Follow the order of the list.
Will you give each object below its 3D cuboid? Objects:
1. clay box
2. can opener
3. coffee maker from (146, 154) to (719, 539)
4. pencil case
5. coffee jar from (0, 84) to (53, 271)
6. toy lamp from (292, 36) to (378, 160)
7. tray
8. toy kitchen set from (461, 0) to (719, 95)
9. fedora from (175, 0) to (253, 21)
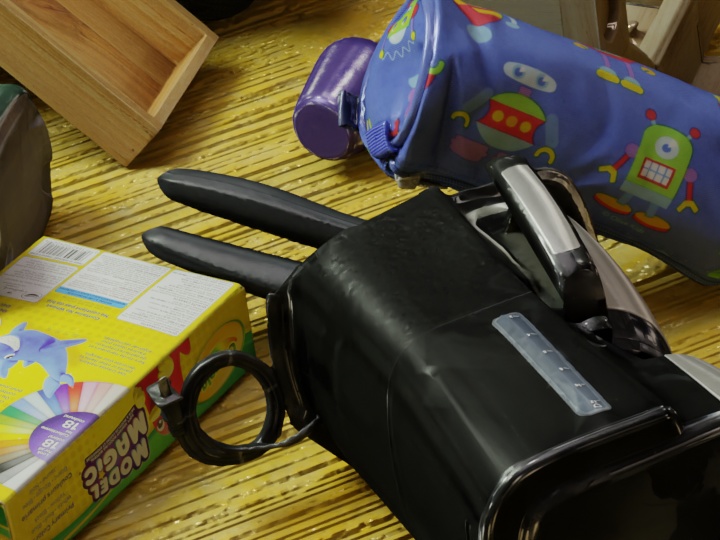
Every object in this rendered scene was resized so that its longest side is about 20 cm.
[{"bbox_3d":[-0.147,0.063,1.184,0.115,0.048,0.200,13,39,31],"label":"clay box"},{"bbox_3d":[0.000,0.000,1.221,0.200,0.063,0.079,10,-8,8],"label":"can opener"},{"bbox_3d":[0.050,0.072,1.067,0.192,0.135,0.200,-38,34,0],"label":"coffee maker"},{"bbox_3d":[0.094,-0.055,1.205,0.200,0.087,0.078,18,-5,-18],"label":"pencil case"},{"bbox_3d":[-0.255,-0.037,1.335,0.200,0.085,0.104,1,35,14],"label":"coffee jar"},{"bbox_3d":[0.029,-0.118,1.417,0.058,0.058,0.200,9,35,28],"label":"toy lamp"},{"bbox_3d":[-0.173,-0.148,1.414,0.037,0.200,0.099,-43,13,35],"label":"tray"},{"bbox_3d":[0.145,-0.144,1.307,0.163,0.181,0.200,6,39,21],"label":"toy kitchen set"},{"bbox_3d":[-0.108,-0.195,1.502,0.200,0.092,0.201,23,26,-12],"label":"fedora"}]
